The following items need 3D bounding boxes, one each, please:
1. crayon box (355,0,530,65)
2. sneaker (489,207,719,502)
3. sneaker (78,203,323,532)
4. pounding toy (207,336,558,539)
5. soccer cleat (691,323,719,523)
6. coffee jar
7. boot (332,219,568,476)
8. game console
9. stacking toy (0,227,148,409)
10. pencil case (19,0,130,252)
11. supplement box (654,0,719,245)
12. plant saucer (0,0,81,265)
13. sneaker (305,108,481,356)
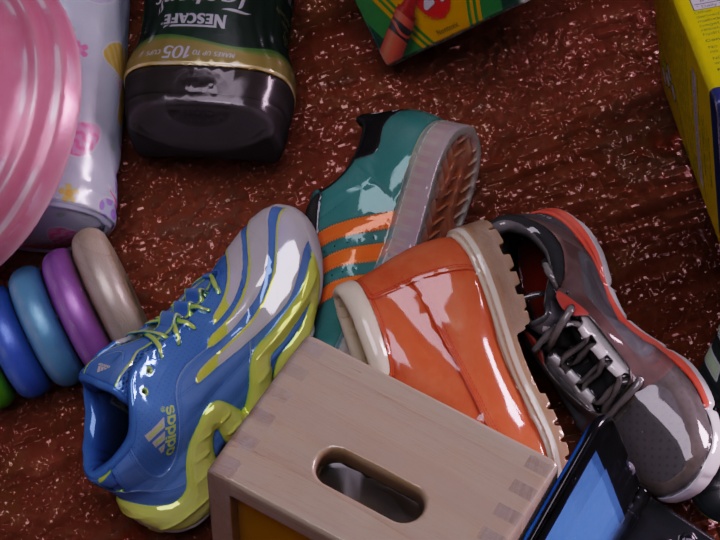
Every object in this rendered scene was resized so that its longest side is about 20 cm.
[{"bbox_3d":[0.026,-0.233,1.661,0.051,0.127,0.201,-29,94,-41],"label":"crayon box"},{"bbox_3d":[0.124,0.049,1.599,0.077,0.082,0.200,-46,62,22],"label":"sneaker"},{"bbox_3d":[-0.093,0.047,1.590,0.076,0.105,0.201,17,84,41],"label":"sneaker"},{"bbox_3d":[-0.017,0.158,1.535,0.199,0.184,0.142,26,59,17],"label":"pounding toy"},{"bbox_3d":[0.228,0.044,1.606,0.067,0.081,0.201,16,71,9],"label":"soccer cleat"},{"bbox_3d":[-0.085,-0.162,1.701,0.104,0.085,0.201,2,70,5],"label":"coffee jar"},{"bbox_3d":[0.052,0.083,1.581,0.107,0.075,0.201,-19,89,-17],"label":"boot"},{"bbox_3d":[0.135,0.208,1.509,0.170,0.118,0.200,33,74,-4],"label":"game console"},{"bbox_3d":[-0.223,0.053,1.635,0.199,0.085,0.086,-26,70,-2],"label":"stacking toy"},{"bbox_3d":[-0.185,-0.112,1.689,0.090,0.083,0.201,0,70,1],"label":"pencil case"},{"bbox_3d":[0.235,-0.109,1.601,0.108,0.110,0.200,-9,35,0],"label":"supplement box"},{"bbox_3d":[-0.247,-0.086,1.644,0.200,0.051,0.201,-17,64,38],"label":"plant saucer"},{"bbox_3d":[0.000,0.000,1.650,0.080,0.071,0.201,16,76,30],"label":"sneaker"}]
